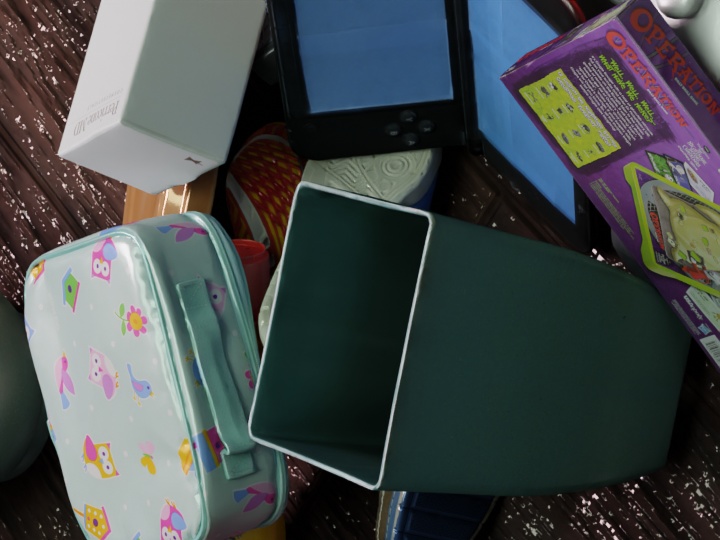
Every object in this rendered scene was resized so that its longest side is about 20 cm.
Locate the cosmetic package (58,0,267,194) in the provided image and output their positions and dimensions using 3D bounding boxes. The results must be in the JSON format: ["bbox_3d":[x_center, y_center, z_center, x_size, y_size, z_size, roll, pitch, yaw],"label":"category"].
[{"bbox_3d":[-0.104,-0.155,1.701,0.101,0.071,0.201,-20,53,61],"label":"cosmetic package"}]

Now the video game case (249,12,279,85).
[{"bbox_3d":[0.004,-0.224,1.718,0.180,0.025,0.201,-33,36,23],"label":"video game case"}]

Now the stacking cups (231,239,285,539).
[{"bbox_3d":[-0.077,0.083,1.758,0.060,0.060,0.201,16,117,45],"label":"stacking cups"}]

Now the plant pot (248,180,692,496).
[{"bbox_3d":[0.070,0.045,1.557,0.141,0.199,0.142,16,96,59],"label":"plant pot"}]

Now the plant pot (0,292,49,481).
[{"bbox_3d":[-0.290,0.080,1.970,0.200,0.134,0.202,-9,78,45],"label":"plant pot"}]

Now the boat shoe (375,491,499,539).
[{"bbox_3d":[0.048,0.077,1.684,0.072,0.072,0.201,16,85,49],"label":"boat shoe"}]

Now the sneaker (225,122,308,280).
[{"bbox_3d":[-0.051,0.008,1.799,0.073,0.077,0.201,12,108,10],"label":"sneaker"}]

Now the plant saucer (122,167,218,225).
[{"bbox_3d":[-0.120,-0.056,1.822,0.200,0.032,0.202,-172,90,-77],"label":"plant saucer"}]

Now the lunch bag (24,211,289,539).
[{"bbox_3d":[-0.115,0.072,1.704,0.160,0.077,0.201,-19,86,51],"label":"lunch bag"}]

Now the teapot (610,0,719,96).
[{"bbox_3d":[0.209,-0.129,1.493,0.200,0.146,0.198,-32,62,36],"label":"teapot"}]

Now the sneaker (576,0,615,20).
[{"bbox_3d":[0.100,-0.206,1.666,0.099,0.070,0.201,11,96,40],"label":"sneaker"}]

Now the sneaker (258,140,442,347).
[{"bbox_3d":[-0.001,0.000,1.734,0.076,0.112,0.201,11,56,15],"label":"sneaker"}]

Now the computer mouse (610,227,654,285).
[{"bbox_3d":[0.201,0.005,1.559,0.200,0.034,0.059,32,106,42],"label":"computer mouse"}]

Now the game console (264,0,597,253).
[{"bbox_3d":[0.037,-0.103,1.608,0.201,0.171,0.119,83,-178,-49],"label":"game console"}]

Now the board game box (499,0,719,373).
[{"bbox_3d":[0.166,-0.041,1.489,0.200,0.032,0.120,53,156,-8],"label":"board game box"}]
